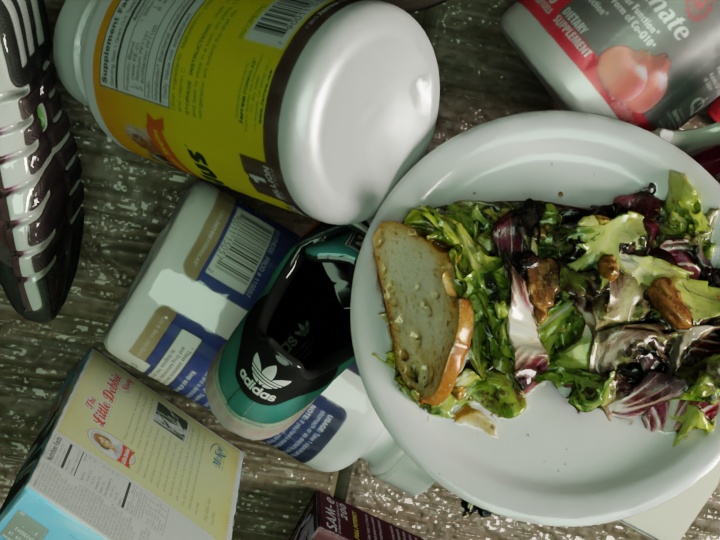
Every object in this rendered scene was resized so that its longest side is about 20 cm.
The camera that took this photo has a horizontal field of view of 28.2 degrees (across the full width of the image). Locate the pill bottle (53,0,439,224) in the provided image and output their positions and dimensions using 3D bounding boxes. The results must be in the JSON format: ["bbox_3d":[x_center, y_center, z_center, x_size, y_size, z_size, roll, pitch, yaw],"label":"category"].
[{"bbox_3d":[-0.065,-0.099,0.734,0.199,0.109,0.110,21,109,37],"label":"pill bottle"}]

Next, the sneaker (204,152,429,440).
[{"bbox_3d":[0.000,0.000,0.736,0.071,0.080,0.200,39,56,-4],"label":"sneaker"}]

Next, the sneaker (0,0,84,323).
[{"bbox_3d":[-0.217,-0.066,0.765,0.115,0.076,0.201,3,119,9],"label":"sneaker"}]

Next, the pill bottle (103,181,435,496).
[{"bbox_3d":[-0.035,0.044,0.816,0.199,0.111,0.111,31,102,-10],"label":"pill bottle"}]

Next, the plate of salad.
[{"bbox_3d":[0.094,0.017,0.668,0.199,0.048,0.201,-1,75,2],"label":"plate of salad"}]

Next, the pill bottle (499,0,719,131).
[{"bbox_3d":[0.182,-0.156,0.769,0.200,0.111,0.111,-40,103,8],"label":"pill bottle"}]

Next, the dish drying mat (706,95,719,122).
[{"bbox_3d":[0.286,-0.129,0.785,0.077,0.018,0.200,39,126,-8],"label":"dish drying mat"}]

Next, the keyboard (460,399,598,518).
[{"bbox_3d":[0.096,0.089,0.778,0.021,0.200,0.127,42,82,6],"label":"keyboard"}]

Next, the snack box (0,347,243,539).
[{"bbox_3d":[-0.125,0.119,0.787,0.116,0.200,0.037,37,102,-10],"label":"snack box"}]

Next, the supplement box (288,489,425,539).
[{"bbox_3d":[0.036,0.232,0.897,0.199,0.061,0.109,27,102,-10],"label":"supplement box"}]

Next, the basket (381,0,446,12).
[{"bbox_3d":[0.028,-0.197,0.694,0.180,0.200,0.136,-43,93,-5],"label":"basket"}]

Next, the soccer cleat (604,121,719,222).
[{"bbox_3d":[0.132,-0.031,0.743,0.199,0.070,0.086,-27,140,7],"label":"soccer cleat"}]

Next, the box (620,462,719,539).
[{"bbox_3d":[0.194,0.048,0.835,0.078,0.095,0.201,28,104,-12],"label":"box"}]
